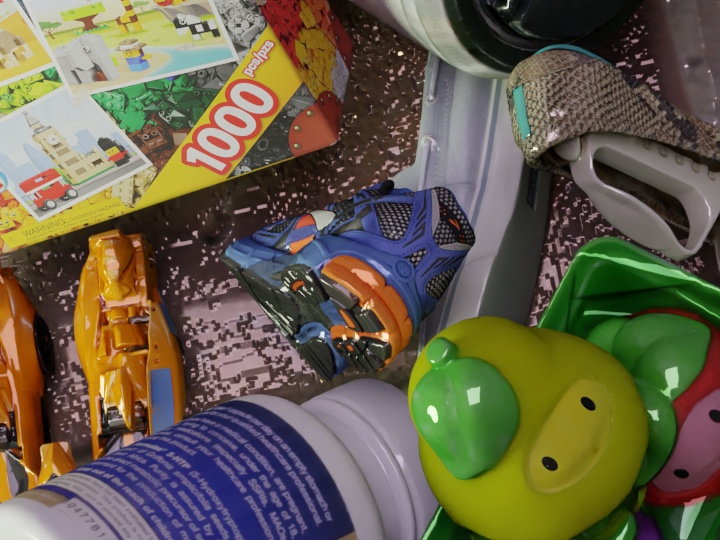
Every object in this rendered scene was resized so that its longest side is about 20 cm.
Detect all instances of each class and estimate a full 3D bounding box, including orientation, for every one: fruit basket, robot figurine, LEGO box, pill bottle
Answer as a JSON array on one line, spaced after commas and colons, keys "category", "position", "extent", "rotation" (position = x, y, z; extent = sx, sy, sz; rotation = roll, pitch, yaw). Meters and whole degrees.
[{"category": "fruit basket", "position": [0.100, 0.087, 1.243], "extent": [0.155, 0.216, 0.216], "rotation": [27, 81, 15]}, {"category": "robot figurine", "position": [-0.137, 0.087, 1.356], "extent": [0.145, 0.058, 0.201], "rotation": [-10, 73, 8]}, {"category": "LEGO box", "position": [-0.124, -0.104, 1.304], "extent": [0.200, 0.149, 0.077], "rotation": [-18, 36, 22]}, {"category": "pill bottle", "position": [-0.058, 0.122, 1.265], "extent": [0.200, 0.120, 0.120], "rotation": [-24, 69, -35]}]

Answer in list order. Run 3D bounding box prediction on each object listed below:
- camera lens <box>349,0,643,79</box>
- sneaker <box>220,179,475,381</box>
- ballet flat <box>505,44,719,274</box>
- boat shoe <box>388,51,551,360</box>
[{"category": "camera lens", "position": [0.038, -0.189, 1.320], "extent": [0.160, 0.160, 0.200], "rotation": [-49, 48, -5]}, {"category": "sneaker", "position": [0.000, 0.000, 1.297], "extent": [0.078, 0.200, 0.075], "rotation": [-40, 104, -13]}, {"category": "ballet flat", "position": [0.148, -0.033, 1.290], "extent": [0.200, 0.068, 0.075], "rotation": [21, 50, -26]}, {"category": "boat shoe", "position": [0.044, -0.029, 1.357], "extent": [0.071, 0.070, 0.201], "rotation": [5, 71, 20]}]
